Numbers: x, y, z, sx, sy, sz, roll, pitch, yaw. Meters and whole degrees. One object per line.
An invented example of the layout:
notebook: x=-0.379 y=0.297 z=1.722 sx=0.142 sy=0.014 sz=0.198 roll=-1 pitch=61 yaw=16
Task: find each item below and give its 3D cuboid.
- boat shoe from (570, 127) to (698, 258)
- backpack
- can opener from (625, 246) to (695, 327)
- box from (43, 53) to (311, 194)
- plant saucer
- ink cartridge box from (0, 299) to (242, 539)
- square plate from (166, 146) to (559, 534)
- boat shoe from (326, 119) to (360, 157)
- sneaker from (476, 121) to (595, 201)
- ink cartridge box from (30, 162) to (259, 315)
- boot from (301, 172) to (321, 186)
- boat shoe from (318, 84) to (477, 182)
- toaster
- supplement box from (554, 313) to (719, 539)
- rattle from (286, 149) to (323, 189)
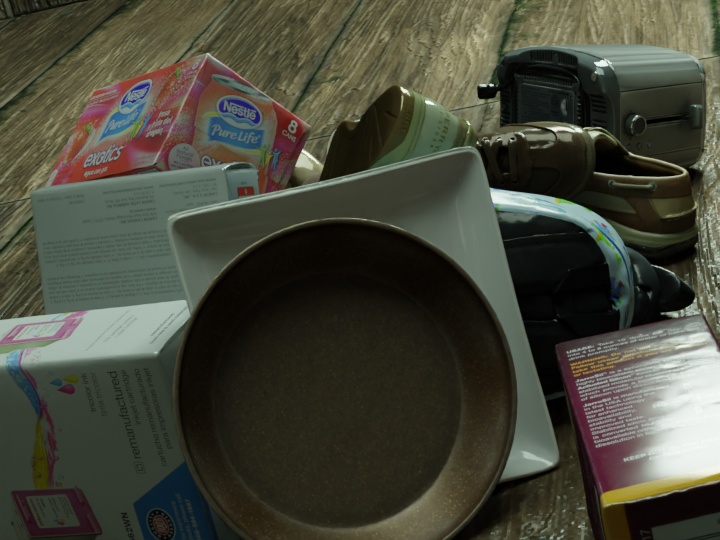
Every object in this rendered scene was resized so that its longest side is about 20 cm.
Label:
boat shoe: x=0.178 y=-0.075 z=1.432 sx=0.199 sy=0.074 sz=0.075 roll=22 pitch=35 yaw=36
backpack: x=0.076 y=0.016 z=1.190 sx=0.198 sy=0.165 sz=0.154 roll=-4 pitch=4 yaw=26
can opener: x=0.136 y=0.019 z=1.309 sx=0.199 sy=0.079 sz=0.064 roll=-1 pitch=61 yaw=43
box: x=-0.138 y=-0.081 z=1.368 sx=0.199 sy=0.102 sz=0.095 roll=-7 pitch=54 yaw=58
plant saucer: x=-0.010 y=0.072 z=1.058 sx=0.199 sy=0.202 sz=0.037 roll=-19 pitch=-4 yaw=-13
ink cartridge box: x=-0.174 y=0.105 z=1.131 sx=0.198 sy=0.146 sz=0.085 roll=-6 pitch=20 yaw=24
square plate: x=0.001 y=0.044 z=1.098 sx=0.197 sy=0.202 sz=0.028 roll=-14 pitch=-4 yaw=-14
boat shoe: x=0.069 y=-0.081 z=1.537 sx=0.198 sy=0.075 sz=0.060 roll=7 pitch=0 yaw=-4
sneaker: x=0.083 y=-0.073 z=1.416 sx=0.199 sy=0.071 sz=0.075 roll=-7 pitch=-2 yaw=39
ink cartridge box: x=-0.135 y=0.035 z=1.246 sx=0.161 sy=0.202 sz=0.050 roll=-5 pitch=6 yaw=27
boot: x=0.000 y=0.000 z=1.358 sx=0.166 sy=0.072 sz=0.201 roll=-11 pitch=50 yaw=44
boat shoe: x=0.016 y=-0.068 z=1.267 sx=0.062 sy=0.074 sz=0.200 roll=17 pitch=-13 yaw=-15
toaster: x=0.205 y=-0.137 z=1.586 sx=0.128 sy=0.115 sz=0.200 roll=-7 pitch=13 yaw=-29
supplement box: x=0.156 y=0.111 z=0.914 sx=0.085 sy=0.111 sz=0.200 roll=-13 pitch=18 yaw=4
rattle: x=-0.087 y=-0.040 z=1.551 sx=0.200 sy=0.130 sz=0.143 roll=33 pitch=85 yaw=39
